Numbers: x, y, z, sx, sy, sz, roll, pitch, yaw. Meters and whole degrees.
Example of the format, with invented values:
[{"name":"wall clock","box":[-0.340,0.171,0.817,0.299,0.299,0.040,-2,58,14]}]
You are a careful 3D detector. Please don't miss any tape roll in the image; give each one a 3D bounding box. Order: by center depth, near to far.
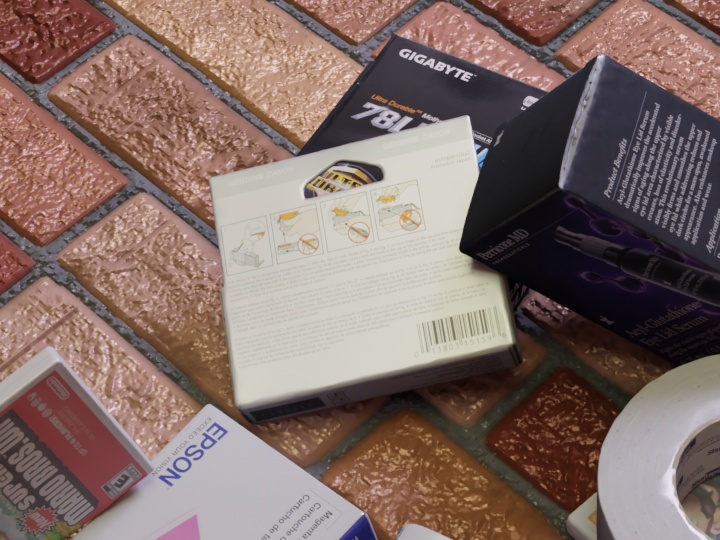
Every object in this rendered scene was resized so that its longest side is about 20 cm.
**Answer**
[{"name":"tape roll","box":[0.248,0.151,1.368,0.198,0.066,0.202,-4,51,5]}]

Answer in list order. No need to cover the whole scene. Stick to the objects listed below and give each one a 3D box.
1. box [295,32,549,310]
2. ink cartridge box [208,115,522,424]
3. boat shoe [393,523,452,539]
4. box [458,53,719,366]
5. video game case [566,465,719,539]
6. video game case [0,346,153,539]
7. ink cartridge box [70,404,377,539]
[{"name":"box","box":[0.060,-0.066,1.596,0.199,0.050,0.199,24,60,22]},{"name":"ink cartridge box","box":[0.000,0.000,1.505,0.198,0.044,0.175,-13,67,9]},{"name":"boat shoe","box":[0.095,0.227,1.349,0.198,0.074,0.068,24,66,19]},{"name":"box","box":[0.189,-0.034,1.433,0.199,0.148,0.105,26,65,-14]},{"name":"video game case","box":[0.266,0.171,1.405,0.181,0.023,0.200,-37,58,-21]},{"name":"video game case","box":[-0.240,0.149,1.370,0.199,0.143,0.017,-38,50,-4]},{"name":"ink cartridge box","box":[-0.091,0.208,1.403,0.199,0.043,0.196,31,61,27]}]
